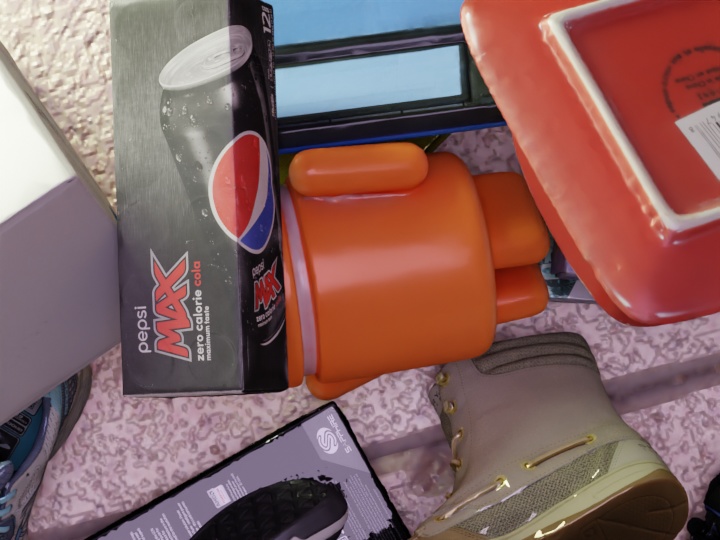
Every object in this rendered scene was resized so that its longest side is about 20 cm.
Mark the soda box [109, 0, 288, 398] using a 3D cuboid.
[{"bbox_3d":[-0.080,-0.037,1.050,0.070,0.063,0.201,-4,87,19],"label":"soda box"}]

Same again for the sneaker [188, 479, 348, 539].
[{"bbox_3d":[-0.075,0.196,1.124,0.200,0.072,0.083,-41,112,0],"label":"sneaker"}]

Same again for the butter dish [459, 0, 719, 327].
[{"bbox_3d":[0.159,-0.051,1.051,0.199,0.148,0.200,-17,64,-21],"label":"butter dish"}]

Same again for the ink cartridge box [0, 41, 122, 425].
[{"bbox_3d":[-0.224,-0.042,1.096,0.144,0.147,0.200,-35,59,-2],"label":"ink cartridge box"}]

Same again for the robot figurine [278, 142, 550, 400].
[{"bbox_3d":[0.000,0.002,1.132,0.199,0.144,0.117,-9,80,-7],"label":"robot figurine"}]

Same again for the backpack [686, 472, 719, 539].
[{"bbox_3d":[0.276,0.161,1.096,0.134,0.200,0.183,-41,87,-1],"label":"backpack"}]

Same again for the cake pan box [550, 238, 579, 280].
[{"bbox_3d":[0.205,-0.087,1.147,0.183,0.052,0.201,6,88,-3],"label":"cake pan box"}]

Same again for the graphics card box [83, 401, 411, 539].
[{"bbox_3d":[-0.070,0.174,1.171,0.199,0.051,0.126,-30,88,0],"label":"graphics card box"}]

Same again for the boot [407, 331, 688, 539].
[{"bbox_3d":[0.058,0.119,1.124,0.199,0.155,0.072,-25,128,-1],"label":"boot"}]

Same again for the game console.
[{"bbox_3d":[-0.006,-0.149,1.142,0.199,0.171,0.119,-7,113,4],"label":"game console"}]

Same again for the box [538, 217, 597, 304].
[{"bbox_3d":[0.174,-0.078,1.187,0.144,0.036,0.201,3,87,0],"label":"box"}]

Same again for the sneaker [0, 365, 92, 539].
[{"bbox_3d":[-0.214,0.123,1.155,0.077,0.086,0.201,19,88,2],"label":"sneaker"}]

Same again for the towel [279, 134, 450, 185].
[{"bbox_3d":[-0.034,-0.052,1.196,0.200,0.018,0.086,-45,89,-2],"label":"towel"}]
